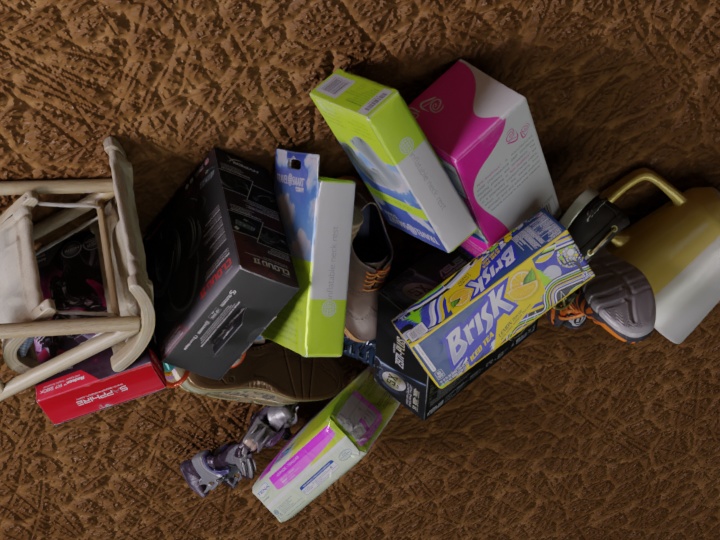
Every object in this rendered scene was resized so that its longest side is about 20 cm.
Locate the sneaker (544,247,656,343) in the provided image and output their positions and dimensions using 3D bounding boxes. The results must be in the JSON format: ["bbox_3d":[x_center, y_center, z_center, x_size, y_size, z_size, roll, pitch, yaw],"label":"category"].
[{"bbox_3d":[0.269,0.036,1.635,0.077,0.200,0.112,-12,132,-17],"label":"sneaker"}]

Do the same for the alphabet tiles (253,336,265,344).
[{"bbox_3d":[-0.182,0.027,1.634,0.167,0.008,0.200,-5,139,-14],"label":"alphabet tiles"}]

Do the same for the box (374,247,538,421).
[{"bbox_3d":[0.115,0.047,1.633,0.200,0.086,0.164,-36,149,-28],"label":"box"}]

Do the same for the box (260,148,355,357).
[{"bbox_3d":[-0.054,-0.020,1.460,0.048,0.122,0.201,2,96,-26],"label":"box"}]

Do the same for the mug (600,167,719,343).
[{"bbox_3d":[0.373,-0.023,1.672,0.153,0.150,0.186,-42,141,17],"label":"mug"}]

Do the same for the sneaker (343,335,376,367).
[{"bbox_3d":[0.023,0.092,1.721,0.199,0.085,0.075,2,137,-21],"label":"sneaker"}]

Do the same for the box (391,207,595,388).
[{"bbox_3d":[0.136,0.029,1.475,0.200,0.064,0.070,-36,120,0],"label":"box"}]

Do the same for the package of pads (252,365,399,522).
[{"bbox_3d":[-0.035,0.206,1.754,0.068,0.200,0.154,46,112,-1],"label":"package of pads"}]

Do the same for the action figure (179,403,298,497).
[{"bbox_3d":[-0.138,0.220,1.807,0.200,0.069,0.130,-38,177,39],"label":"action figure"}]

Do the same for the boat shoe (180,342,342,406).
[{"bbox_3d":[-0.120,0.126,1.729,0.199,0.074,0.063,8,158,-20],"label":"boat shoe"}]

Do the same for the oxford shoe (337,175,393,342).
[{"bbox_3d":[0.000,0.000,1.562,0.071,0.073,0.201,-23,122,-21],"label":"oxford shoe"}]

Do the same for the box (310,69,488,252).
[{"bbox_3d":[0.039,-0.101,1.423,0.048,0.122,0.200,-41,123,-12],"label":"box"}]

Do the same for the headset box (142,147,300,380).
[{"bbox_3d":[-0.145,0.000,1.457,0.077,0.200,0.149,21,126,-32],"label":"headset box"}]

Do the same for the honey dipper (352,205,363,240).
[{"bbox_3d":[-0.049,0.006,1.543,0.038,0.038,0.200,5,136,-25],"label":"honey dipper"}]

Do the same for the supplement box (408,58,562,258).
[{"bbox_3d":[0.126,-0.105,1.492,0.101,0.103,0.200,-42,143,-12],"label":"supplement box"}]

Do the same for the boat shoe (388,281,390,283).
[{"bbox_3d":[-0.022,0.035,1.648,0.199,0.074,0.068,7,127,-16],"label":"boat shoe"}]

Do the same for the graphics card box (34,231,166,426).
[{"bbox_3d":[-0.277,0.050,1.476,0.125,0.200,0.051,-19,141,4],"label":"graphics card box"}]

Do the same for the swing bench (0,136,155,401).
[{"bbox_3d":[-0.303,0.000,1.410,0.199,0.199,0.130,-15,141,-2],"label":"swing bench"}]

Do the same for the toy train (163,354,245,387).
[{"bbox_3d":[-0.162,0.066,1.571,0.199,0.150,0.056,-18,119,13],"label":"toy train"}]

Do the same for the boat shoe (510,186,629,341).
[{"bbox_3d":[0.215,0.005,1.559,0.201,0.061,0.072,-58,165,24],"label":"boat shoe"}]
